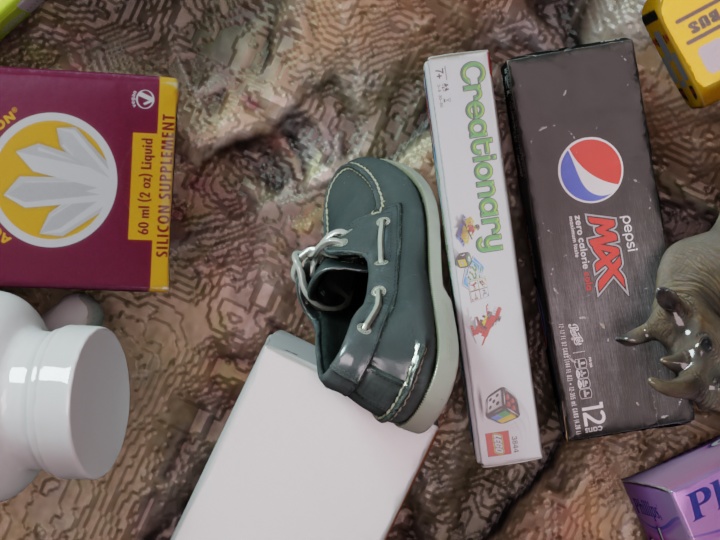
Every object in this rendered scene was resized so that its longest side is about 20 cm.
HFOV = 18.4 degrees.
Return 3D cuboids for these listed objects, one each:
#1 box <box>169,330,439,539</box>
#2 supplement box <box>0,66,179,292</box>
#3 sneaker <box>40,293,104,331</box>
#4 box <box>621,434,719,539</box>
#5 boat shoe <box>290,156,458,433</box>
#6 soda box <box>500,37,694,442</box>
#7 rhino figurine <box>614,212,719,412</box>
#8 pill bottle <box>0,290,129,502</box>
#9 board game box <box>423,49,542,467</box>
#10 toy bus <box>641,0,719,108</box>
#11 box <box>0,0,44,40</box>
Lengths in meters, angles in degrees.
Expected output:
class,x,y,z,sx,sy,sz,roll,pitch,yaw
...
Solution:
class,x,y,z,sx,sy,sz,roll,pitch,yaw
box,-0.046,0.142,1.137,0.097,0.124,0.200,26,92,0
supplement box,-0.199,-0.048,1.120,0.199,0.086,0.111,2,94,-21
sneaker,-0.220,0.075,1.166,0.200,0.070,0.080,-43,88,2
box,0.260,0.162,1.133,0.176,0.097,0.200,-24,90,-8
boat shoe,0.000,0.000,1.101,0.062,0.200,0.073,17,121,-21
soda box,0.123,-0.016,1.160,0.071,0.063,0.201,-9,92,1
rhino figurine,0.192,0.014,1.114,0.087,0.200,0.060,48,135,7
pill bottle,-0.218,0.059,1.085,0.199,0.104,0.105,2,91,17
board game box,0.061,-0.007,1.130,0.035,0.126,0.201,-8,92,2
toy bus,0.244,-0.165,1.153,0.200,0.065,0.078,-28,91,1
box,-0.184,-0.209,1.167,0.200,0.048,0.122,-41,91,3
